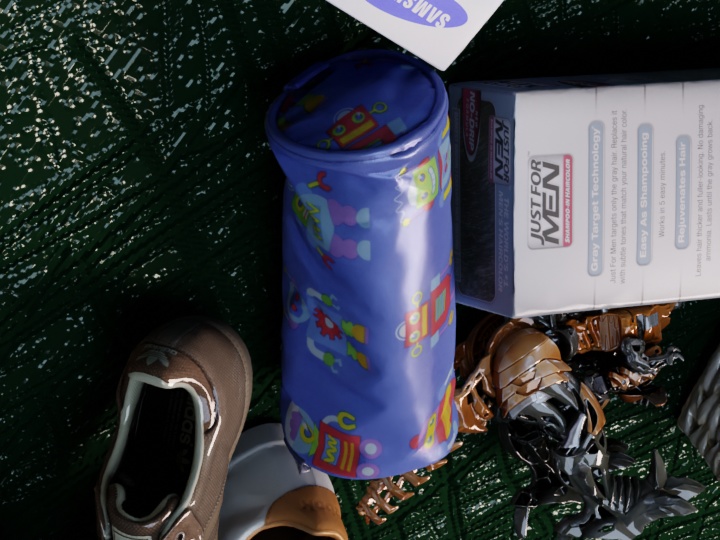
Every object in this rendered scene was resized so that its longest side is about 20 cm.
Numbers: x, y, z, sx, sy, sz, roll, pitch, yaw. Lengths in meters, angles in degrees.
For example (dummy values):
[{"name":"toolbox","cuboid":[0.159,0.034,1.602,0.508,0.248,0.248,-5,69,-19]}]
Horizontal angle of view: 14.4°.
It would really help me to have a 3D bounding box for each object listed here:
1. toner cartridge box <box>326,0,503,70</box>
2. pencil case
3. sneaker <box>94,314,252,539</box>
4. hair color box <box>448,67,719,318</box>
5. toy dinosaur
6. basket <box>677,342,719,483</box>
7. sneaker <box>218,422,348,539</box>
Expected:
[{"name":"toner cartridge box","cuboid":[-0.010,-0.163,1.125,0.200,0.043,0.095,27,110,-42]},{"name":"pencil case","cuboid":[0.000,0.000,1.235,0.078,0.087,0.201,-38,141,-35]},{"name":"sneaker","cuboid":[-0.096,0.120,1.245,0.076,0.070,0.201,-19,117,-68]},{"name":"hair color box","cuboid":[0.139,-0.039,1.278,0.199,0.061,0.099,-5,100,-28]},{"name":"toy dinosaur","cuboid":[0.087,0.056,1.343,0.199,0.102,0.136,-26,111,8]},{"name":"basket","cuboid":[0.296,0.054,1.400,0.198,0.161,0.201,5,123,-34]},{"name":"sneaker","cuboid":[-0.089,0.162,1.312,0.200,0.085,0.073,-44,136,10]}]
